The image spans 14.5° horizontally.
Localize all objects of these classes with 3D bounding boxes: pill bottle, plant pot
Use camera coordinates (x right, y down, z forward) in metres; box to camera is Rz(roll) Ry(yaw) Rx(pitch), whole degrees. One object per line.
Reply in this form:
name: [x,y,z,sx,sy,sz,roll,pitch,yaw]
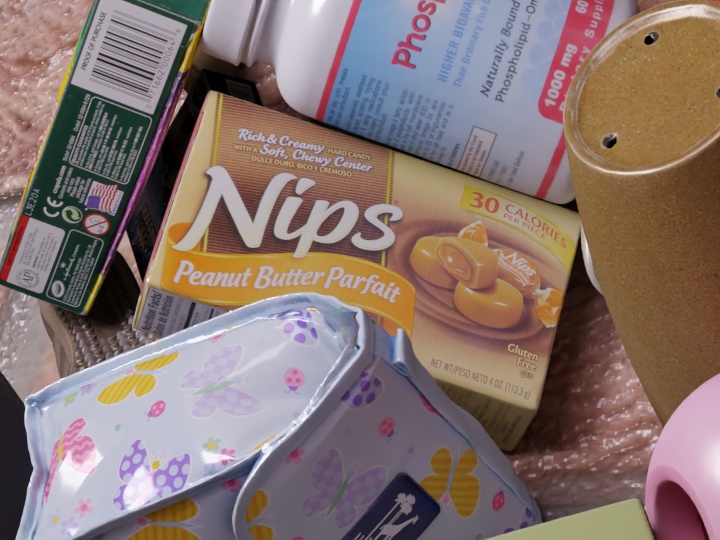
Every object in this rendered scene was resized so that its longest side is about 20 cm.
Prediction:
pill bottle: [0.028,-0.114,1.386,0.199,0.109,0.109,19,62,-1]
plant pot: [0.175,-0.023,1.256,0.186,0.200,0.187,-19,48,23]

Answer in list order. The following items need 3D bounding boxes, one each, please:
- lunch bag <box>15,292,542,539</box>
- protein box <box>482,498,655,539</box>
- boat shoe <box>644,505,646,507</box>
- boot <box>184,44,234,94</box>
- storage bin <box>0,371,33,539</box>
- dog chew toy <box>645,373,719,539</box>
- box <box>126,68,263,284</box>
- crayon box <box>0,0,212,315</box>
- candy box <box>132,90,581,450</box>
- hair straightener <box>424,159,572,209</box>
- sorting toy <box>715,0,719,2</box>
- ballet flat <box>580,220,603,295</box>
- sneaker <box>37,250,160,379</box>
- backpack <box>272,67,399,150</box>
lunch bag: [-0.037,0.109,1.327,0.199,0.170,0.128,-22,45,20]
protein box: [0.050,0.231,1.142,0.199,0.135,0.199,-16,49,-1]
boat shoe: [0.097,0.151,1.275,0.199,0.062,0.072,-30,44,13]
boot: [-0.041,-0.202,1.660,0.199,0.066,0.176,-31,44,10]
storage bin: [-0.223,0.128,1.447,0.134,0.200,0.145,-45,41,-19]
dog chew toy: [0.221,0.085,1.176,0.199,0.125,0.125,-16,39,-18]
box: [-0.071,-0.003,1.507,0.110,0.035,0.200,-58,35,29]
crayon box: [-0.121,-0.107,1.483,0.173,0.058,0.201,-77,10,-52]
candy box: [0.000,0.000,1.387,0.199,0.055,0.116,18,59,-2]
hair straightener: [0.022,-0.022,1.484,0.199,0.041,0.077,-13,50,29]
sorting toy: [0.252,-0.162,1.341,0.198,0.070,0.201,7,47,-12]
ballet flat: [0.154,-0.068,1.416,0.069,0.070,0.201,12,63,41]
sneaker: [-0.124,0.066,1.501,0.070,0.076,0.201,-19,44,1]
backpack: [0.029,-0.171,1.517,0.177,0.151,0.201,-4,68,17]
